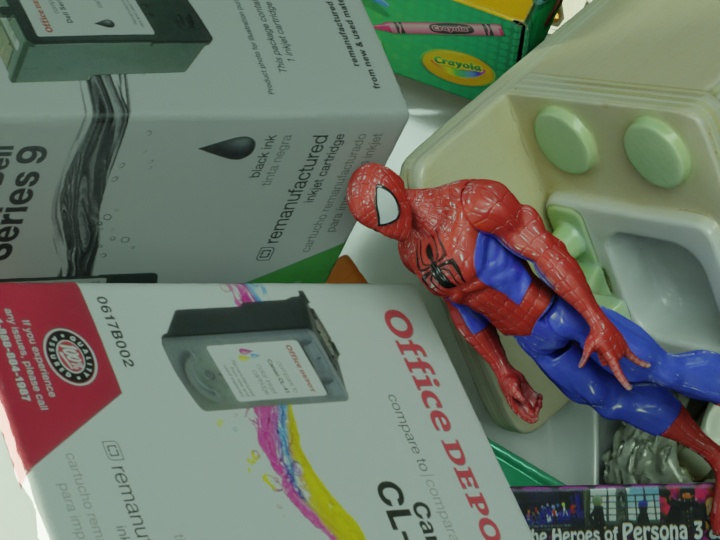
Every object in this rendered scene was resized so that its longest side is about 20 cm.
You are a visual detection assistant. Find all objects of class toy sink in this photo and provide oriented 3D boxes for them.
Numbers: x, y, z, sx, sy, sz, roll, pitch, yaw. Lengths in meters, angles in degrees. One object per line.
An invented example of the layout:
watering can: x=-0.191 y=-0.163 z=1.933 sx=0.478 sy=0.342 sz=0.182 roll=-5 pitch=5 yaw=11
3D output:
toy sink: x=0.133 y=-0.034 z=1.016 sx=0.200 sy=0.112 sz=0.131 roll=-39 pitch=120 yaw=-30

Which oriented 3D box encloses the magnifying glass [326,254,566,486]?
magnifying glass: x=0.043 y=0.081 z=1.039 sx=0.079 sy=0.022 sz=0.200 roll=-33 pitch=82 yaw=-26

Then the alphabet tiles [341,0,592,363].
alphabet tiles: x=0.063 y=-0.056 z=1.115 sx=0.199 sy=0.015 sz=0.197 roll=13 pitch=80 yaw=-5

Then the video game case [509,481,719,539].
video game case: x=0.136 y=0.171 z=1.016 sx=0.199 sy=0.036 sz=0.183 roll=0 pitch=86 yaw=-26

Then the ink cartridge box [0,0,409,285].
ink cartridge box: x=-0.105 y=-0.036 z=0.946 sx=0.199 sy=0.146 sz=0.084 roll=-3 pitch=52 yaw=-27

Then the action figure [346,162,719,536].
action figure: x=0.075 y=0.024 z=0.953 sx=0.200 sy=0.065 sz=0.052 roll=38 pitch=55 yaw=-14

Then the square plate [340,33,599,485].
square plate: x=0.000 y=0.000 z=1.077 sx=0.197 sy=0.028 sz=0.201 roll=3 pitch=82 yaw=-4

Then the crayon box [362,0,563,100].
crayon box: x=-0.007 y=-0.154 z=1.078 sx=0.199 sy=0.058 sz=0.119 roll=20 pitch=56 yaw=10

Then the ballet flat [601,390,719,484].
ballet flat: x=0.179 y=0.030 z=1.089 sx=0.072 sy=0.072 sz=0.200 roll=40 pitch=72 yaw=3

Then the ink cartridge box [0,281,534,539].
ink cartridge box: x=-0.050 y=0.083 z=0.928 sx=0.199 sy=0.086 sz=0.148 roll=-2 pitch=55 yaw=-37
